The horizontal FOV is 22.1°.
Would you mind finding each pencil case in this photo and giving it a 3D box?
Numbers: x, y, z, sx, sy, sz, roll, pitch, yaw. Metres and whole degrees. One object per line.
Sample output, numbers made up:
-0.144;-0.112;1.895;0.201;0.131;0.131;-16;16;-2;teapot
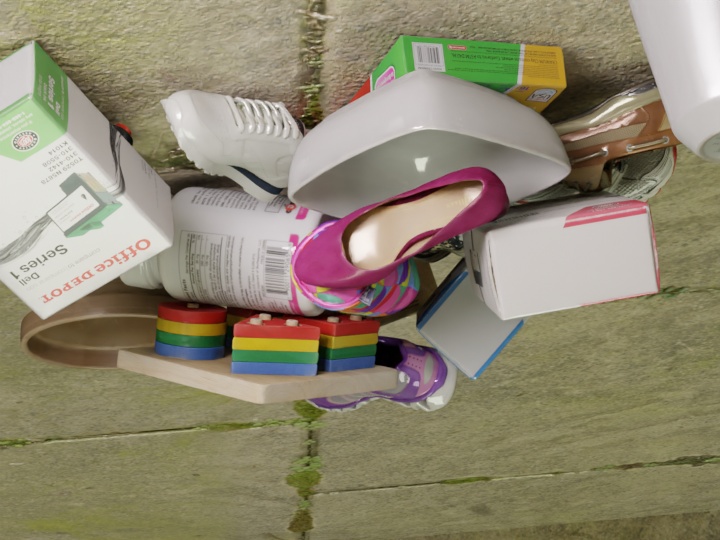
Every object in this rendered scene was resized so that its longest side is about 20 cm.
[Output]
0.000;0.000;1.716;0.088;0.089;0.200;-10;175;11;pencil case

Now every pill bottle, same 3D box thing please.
-0.128;-0.022;1.790;0.200;0.114;0.113;7;164;15;pill bottle

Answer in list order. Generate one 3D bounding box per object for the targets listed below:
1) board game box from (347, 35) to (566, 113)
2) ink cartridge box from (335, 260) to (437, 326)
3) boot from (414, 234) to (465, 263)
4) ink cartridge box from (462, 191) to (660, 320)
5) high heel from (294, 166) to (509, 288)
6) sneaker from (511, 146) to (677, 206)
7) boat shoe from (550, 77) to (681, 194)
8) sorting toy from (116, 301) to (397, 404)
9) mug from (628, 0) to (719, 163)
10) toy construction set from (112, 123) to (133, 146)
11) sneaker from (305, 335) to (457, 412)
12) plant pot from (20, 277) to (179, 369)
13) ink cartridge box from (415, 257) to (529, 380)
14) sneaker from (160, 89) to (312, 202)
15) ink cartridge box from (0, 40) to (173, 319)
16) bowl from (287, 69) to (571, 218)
0.073;-0.144;1.653;0.153;0.040;0.200;1;160;-20;board game box
-0.038;0.044;2.011;0.165;0.075;0.200;-20;179;44;ink cartridge box
0.034;-0.067;1.831;0.154;0.074;0.204;24;174;-19;boot
0.175;-0.017;1.656;0.145;0.085;0.200;-10;-172;-2;ink cartridge box
0.027;-0.039;1.553;0.200;0.068;0.096;-24;167;10;high heel
0.205;-0.096;1.775;0.200;0.078;0.082;-11;159;13;sneaker
0.205;-0.106;1.688;0.200;0.074;0.076;-25;177;21;boat shoe
-0.098;0.071;1.805;0.200;0.070;0.199;11;-171;40;sorting toy
0.313;-0.175;1.462;0.186;0.153;0.149;-14;159;21;mug
-0.265;-0.087;1.664;0.131;0.092;0.200;14;160;22;toy construction set
0.002;0.103;1.964;0.200;0.081;0.088;-4;159;37;sneaker
-0.268;0.037;1.995;0.200;0.093;0.201;-5;161;-2;plant pot
0.130;0.024;1.895;0.145;0.085;0.200;-50;179;3;ink cartridge box
-0.102;-0.125;1.634;0.080;0.077;0.200;-26;159;21;sneaker
-0.269;-0.071;1.545;0.146;0.084;0.200;-29;130;15;ink cartridge box
0.054;-0.105;1.584;0.200;0.075;0.200;11;155;-42;bowl
